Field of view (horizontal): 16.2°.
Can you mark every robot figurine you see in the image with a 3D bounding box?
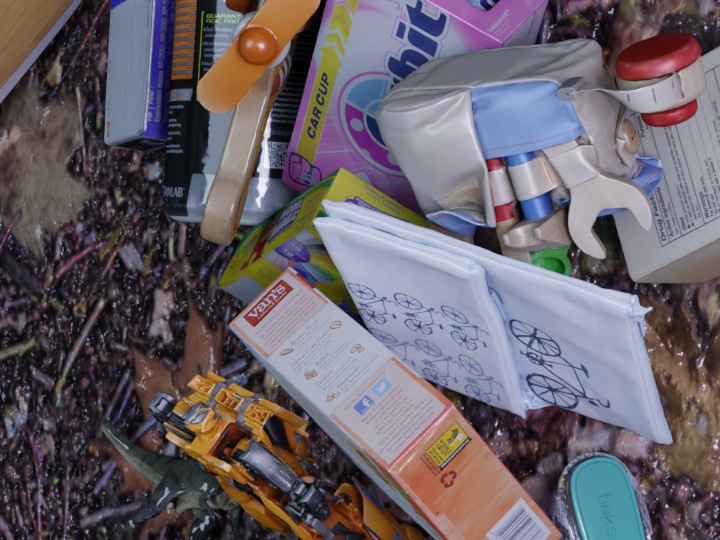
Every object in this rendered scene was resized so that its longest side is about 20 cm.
[{"bbox_3d":[-0.047,0.130,1.586,0.145,0.200,0.058,23,73,44],"label":"robot figurine"}]

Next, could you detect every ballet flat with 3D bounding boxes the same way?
[{"bbox_3d":[0.153,0.208,1.477,0.072,0.072,0.201,-28,67,42],"label":"ballet flat"}]

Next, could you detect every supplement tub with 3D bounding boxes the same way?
[{"bbox_3d":[-0.065,-0.128,1.674,0.122,0.122,0.201,5,91,46],"label":"supplement tub"}]

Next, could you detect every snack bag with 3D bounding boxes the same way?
[{"bbox_3d":[0.081,0.037,1.451,0.200,0.189,0.021,18,67,22],"label":"snack bag"}]

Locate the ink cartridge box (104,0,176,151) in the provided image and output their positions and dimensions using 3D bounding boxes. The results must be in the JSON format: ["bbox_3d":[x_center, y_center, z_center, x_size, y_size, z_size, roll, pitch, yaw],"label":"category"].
[{"bbox_3d":[-0.141,-0.185,1.752,0.200,0.043,0.199,-178,91,-77],"label":"ink cartridge box"}]

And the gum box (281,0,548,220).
[{"bbox_3d":[0.032,-0.113,1.533,0.113,0.066,0.200,30,135,13],"label":"gum box"}]

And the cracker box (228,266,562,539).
[{"bbox_3d":[0.019,0.093,1.495,0.058,0.134,0.200,-45,39,-6],"label":"cracker box"}]

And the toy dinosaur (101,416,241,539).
[{"bbox_3d":[-0.128,0.165,1.779,0.200,0.047,0.088,12,82,47],"label":"toy dinosaur"}]

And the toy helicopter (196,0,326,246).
[{"bbox_3d":[-0.061,-0.113,1.545,0.079,0.132,0.201,16,90,1],"label":"toy helicopter"}]

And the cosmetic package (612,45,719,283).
[{"bbox_3d":[0.229,-0.075,1.398,0.200,0.071,0.106,-27,69,42],"label":"cosmetic package"}]

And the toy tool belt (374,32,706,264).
[{"bbox_3d":[0.111,-0.060,1.399,0.200,0.125,0.123,-4,114,34],"label":"toy tool belt"}]

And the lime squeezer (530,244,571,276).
[{"bbox_3d":[0.101,-0.016,1.554,0.071,0.038,0.201,-4,86,46],"label":"lime squeezer"}]

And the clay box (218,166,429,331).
[{"bbox_3d":[0.000,0.000,1.556,0.048,0.115,0.200,-64,14,-22],"label":"clay box"}]

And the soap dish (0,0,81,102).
[{"bbox_3d":[-0.311,-0.213,1.967,0.200,0.081,0.158,-44,58,34],"label":"soap dish"}]
